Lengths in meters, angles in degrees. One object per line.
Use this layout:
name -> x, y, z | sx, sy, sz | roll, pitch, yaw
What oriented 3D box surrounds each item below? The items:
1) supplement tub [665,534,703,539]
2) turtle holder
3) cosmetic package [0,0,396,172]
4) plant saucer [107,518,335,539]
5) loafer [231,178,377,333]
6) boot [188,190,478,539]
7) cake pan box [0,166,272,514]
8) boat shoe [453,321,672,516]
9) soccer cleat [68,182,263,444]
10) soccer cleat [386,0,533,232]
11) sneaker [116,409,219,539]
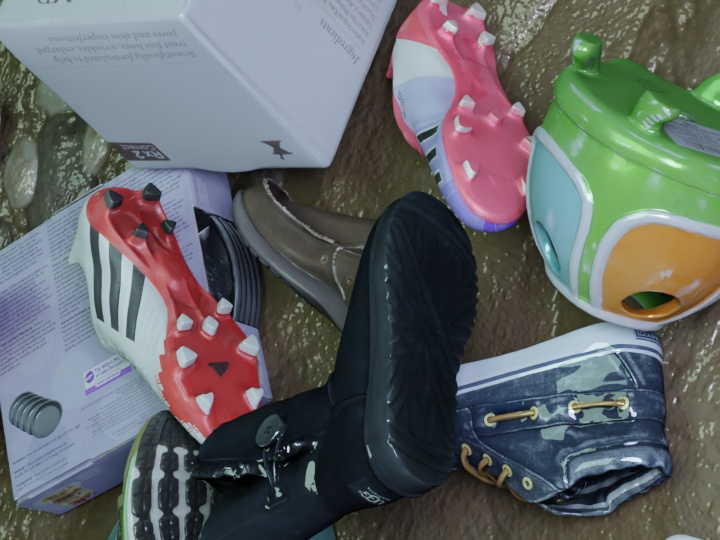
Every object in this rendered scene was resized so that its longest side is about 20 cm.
supplement tub -> 0.183, 0.245, 1.424 | 0.132, 0.132, 0.201 | 15, 85, 41
turtle holder -> 0.146, -0.052, 1.558 | 0.185, 0.141, 0.132 | 36, 113, 37
cosmetic package -> -0.089, -0.187, 1.750 | 0.164, 0.165, 0.201 | 0, 59, 38
plant saucer -> -0.101, 0.201, 1.736 | 0.199, 0.036, 0.201 | -15, 65, 35
loafer -> 0.000, 0.000, 1.711 | 0.071, 0.073, 0.200 | -50, 56, 2
boot -> -0.020, 0.065, 1.599 | 0.168, 0.076, 0.201 | -26, 44, 37
cake pan box -> -0.154, 0.036, 1.830 | 0.200, 0.052, 0.185 | -30, 59, 28
boat shoe -> 0.084, 0.100, 1.595 | 0.200, 0.071, 0.091 | -22, 58, 30
soccer cleat -> -0.122, 0.038, 1.734 | 0.201, 0.068, 0.085 | 59, 136, 25
soccer cleat -> 0.057, -0.083, 1.677 | 0.077, 0.066, 0.201 | -56, 31, 35
sneaker -> -0.135, 0.183, 1.702 | 0.088, 0.077, 0.201 | -12, 67, 48
